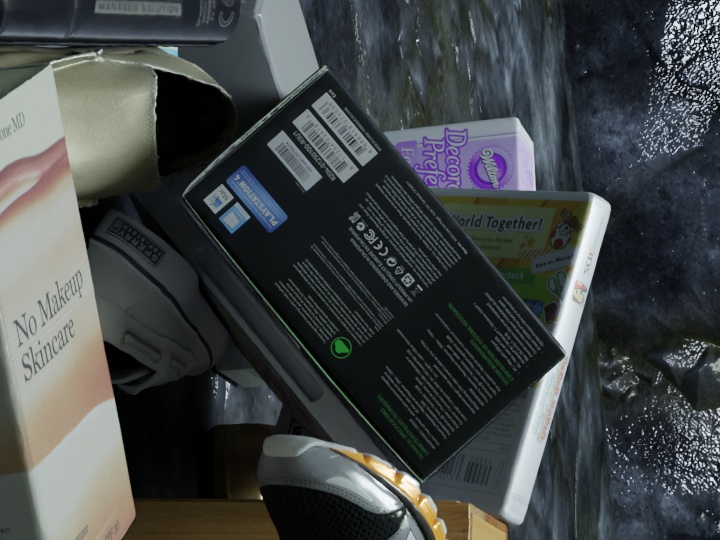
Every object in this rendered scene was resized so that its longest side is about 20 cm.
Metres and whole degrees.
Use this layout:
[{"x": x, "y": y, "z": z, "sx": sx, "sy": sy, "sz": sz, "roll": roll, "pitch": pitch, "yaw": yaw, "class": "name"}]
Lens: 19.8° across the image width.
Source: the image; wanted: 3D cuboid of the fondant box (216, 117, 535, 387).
[{"x": 0.010, "y": -0.010, "z": 1.284, "sx": 0.058, "sy": 0.198, "sz": 0.146, "roll": 45, "pitch": 41, "yaw": -69, "class": "fondant box"}]

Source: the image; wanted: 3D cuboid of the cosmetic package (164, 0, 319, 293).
[{"x": -0.075, "y": -0.083, "z": 1.158, "sx": 0.091, "sy": 0.106, "sz": 0.201, "roll": -80, "pitch": 162, "yaw": -48, "class": "cosmetic package"}]

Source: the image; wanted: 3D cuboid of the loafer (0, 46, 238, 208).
[{"x": -0.125, "y": -0.067, "z": 0.936, "sx": 0.200, "sy": 0.068, "sz": 0.076, "roll": -27, "pitch": 121, "yaw": -55, "class": "loafer"}]

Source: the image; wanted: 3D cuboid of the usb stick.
[{"x": -0.116, "y": -0.130, "z": 0.939, "sx": 0.200, "sy": 0.032, "sz": 0.056, "roll": -10, "pitch": 104, "yaw": -61, "class": "usb stick"}]

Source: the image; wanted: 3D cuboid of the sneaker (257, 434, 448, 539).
[{"x": 0.000, "y": 0.157, "z": 0.949, "sx": 0.077, "sy": 0.078, "sz": 0.201, "roll": -54, "pitch": 132, "yaw": -37, "class": "sneaker"}]

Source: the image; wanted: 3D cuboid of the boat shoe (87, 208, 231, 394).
[{"x": -0.113, "y": 0.030, "z": 1.049, "sx": 0.066, "sy": 0.072, "sz": 0.200, "roll": -54, "pitch": 174, "yaw": -11, "class": "boat shoe"}]

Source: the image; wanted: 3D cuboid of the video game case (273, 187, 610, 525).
[{"x": 0.040, "y": 0.041, "z": 1.168, "sx": 0.023, "sy": 0.199, "sz": 0.184, "roll": 27, "pitch": 75, "yaw": -40, "class": "video game case"}]

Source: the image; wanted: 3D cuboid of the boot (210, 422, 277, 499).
[{"x": -0.043, "y": 0.207, "z": 1.278, "sx": 0.175, "sy": 0.065, "sz": 0.202, "roll": 45, "pitch": 41, "yaw": -70, "class": "boot"}]

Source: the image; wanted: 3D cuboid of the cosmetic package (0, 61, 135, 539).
[{"x": -0.158, "y": 0.028, "z": 0.819, "sx": 0.103, "sy": 0.086, "sz": 0.202, "roll": -57, "pitch": 140, "yaw": -66, "class": "cosmetic package"}]

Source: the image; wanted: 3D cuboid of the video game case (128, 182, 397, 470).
[{"x": -0.049, "y": 0.041, "z": 1.075, "sx": 0.200, "sy": 0.018, "sz": 0.143, "roll": 51, "pitch": -7, "yaw": 10, "class": "video game case"}]

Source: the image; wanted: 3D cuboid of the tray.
[{"x": -0.031, "y": 0.140, "z": 1.061, "sx": 0.099, "sy": 0.198, "sz": 0.037, "roll": 41, "pitch": 50, "yaw": -70, "class": "tray"}]

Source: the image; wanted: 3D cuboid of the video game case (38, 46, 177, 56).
[{"x": -0.136, "y": -0.179, "z": 0.968, "sx": 0.143, "sy": 0.018, "sz": 0.202, "roll": -27, "pitch": 122, "yaw": -54, "class": "video game case"}]

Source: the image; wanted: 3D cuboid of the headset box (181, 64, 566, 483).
[{"x": 0.000, "y": 0.000, "z": 1.018, "sx": 0.174, "sy": 0.093, "sz": 0.200, "roll": 50, "pitch": -2, "yaw": -4, "class": "headset box"}]
